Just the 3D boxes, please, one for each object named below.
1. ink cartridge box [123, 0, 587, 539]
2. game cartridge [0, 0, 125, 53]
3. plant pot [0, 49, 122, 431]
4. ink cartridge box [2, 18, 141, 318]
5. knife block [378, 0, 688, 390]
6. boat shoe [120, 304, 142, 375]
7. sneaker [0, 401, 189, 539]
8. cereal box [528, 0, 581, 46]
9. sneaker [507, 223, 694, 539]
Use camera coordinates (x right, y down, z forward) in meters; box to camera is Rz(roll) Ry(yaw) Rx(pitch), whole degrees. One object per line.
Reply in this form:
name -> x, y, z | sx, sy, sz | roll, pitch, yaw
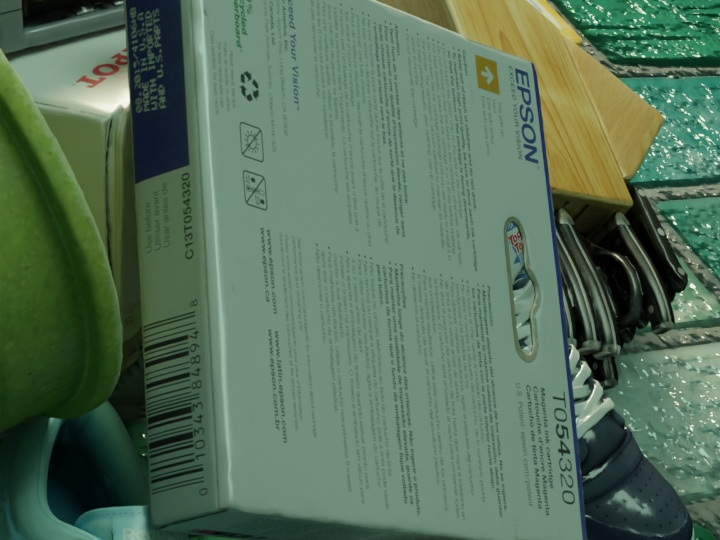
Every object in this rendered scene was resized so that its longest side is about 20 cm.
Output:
ink cartridge box -> 0.000, 0.000, 0.844 | 0.199, 0.043, 0.198 | 15, 65, -50
game cartridge -> -0.112, -0.130, 0.900 | 0.199, 0.042, 0.133 | -20, 38, -37
plant pot -> -0.205, 0.007, 0.723 | 0.184, 0.201, 0.200 | -35, 66, -26
ink cartridge box -> -0.140, -0.065, 0.902 | 0.198, 0.086, 0.148 | 15, 31, 23
knife block -> 0.063, -0.041, 1.086 | 0.200, 0.064, 0.176 | 40, 38, -2
boat shoe -> -0.096, -0.031, 0.995 | 0.072, 0.064, 0.201 | 0, 29, 1
sneaker -> -0.082, 0.120, 0.770 | 0.073, 0.082, 0.201 | 1, 43, -35
cereal box -> 0.002, -0.146, 1.230 | 0.199, 0.040, 0.144 | -8, 50, -43
sneaker -> 0.070, 0.034, 0.976 | 0.199, 0.109, 0.070 | 38, 34, 12
